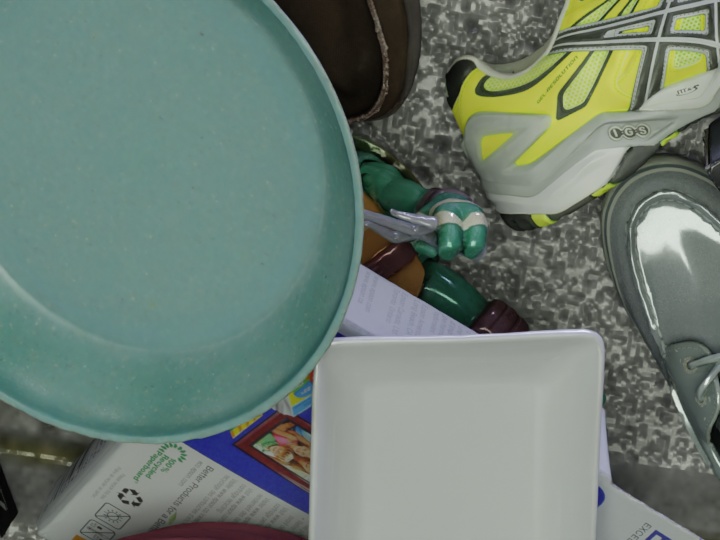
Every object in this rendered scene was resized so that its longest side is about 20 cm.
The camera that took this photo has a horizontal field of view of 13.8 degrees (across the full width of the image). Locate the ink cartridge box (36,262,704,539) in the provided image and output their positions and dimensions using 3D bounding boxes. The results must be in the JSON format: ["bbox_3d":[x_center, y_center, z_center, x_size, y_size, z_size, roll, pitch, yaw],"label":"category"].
[{"bbox_3d":[0.003,0.093,1.165,0.200,0.047,0.198,30,133,-13],"label":"ink cartridge box"}]

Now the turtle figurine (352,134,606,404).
[{"bbox_3d":[0.000,0.000,1.169,0.150,0.101,0.200,-25,115,35],"label":"turtle figurine"}]

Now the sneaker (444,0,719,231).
[{"bbox_3d":[0.122,-0.097,1.157,0.200,0.075,0.076,-35,97,8],"label":"sneaker"}]

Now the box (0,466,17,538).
[{"bbox_3d":[-0.262,0.060,1.227,0.200,0.044,0.160,-16,99,7],"label":"box"}]

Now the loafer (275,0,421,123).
[{"bbox_3d":[-0.038,-0.131,1.134,0.073,0.071,0.200,-2,127,31],"label":"loafer"}]

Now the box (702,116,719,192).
[{"bbox_3d":[0.267,-0.023,1.141,0.200,0.050,0.199,-33,107,19],"label":"box"}]

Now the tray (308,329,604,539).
[{"bbox_3d":[0.032,0.115,1.091,0.107,0.022,0.200,-1,108,-8],"label":"tray"}]

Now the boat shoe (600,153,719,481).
[{"bbox_3d":[0.160,0.045,1.181,0.070,0.072,0.201,-29,98,8],"label":"boat shoe"}]

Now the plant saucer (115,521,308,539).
[{"bbox_3d":[-0.044,0.170,1.186,0.200,0.051,0.201,10,134,11],"label":"plant saucer"}]

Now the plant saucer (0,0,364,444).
[{"bbox_3d":[-0.086,-0.036,1.052,0.200,0.036,0.200,8,113,20],"label":"plant saucer"}]
